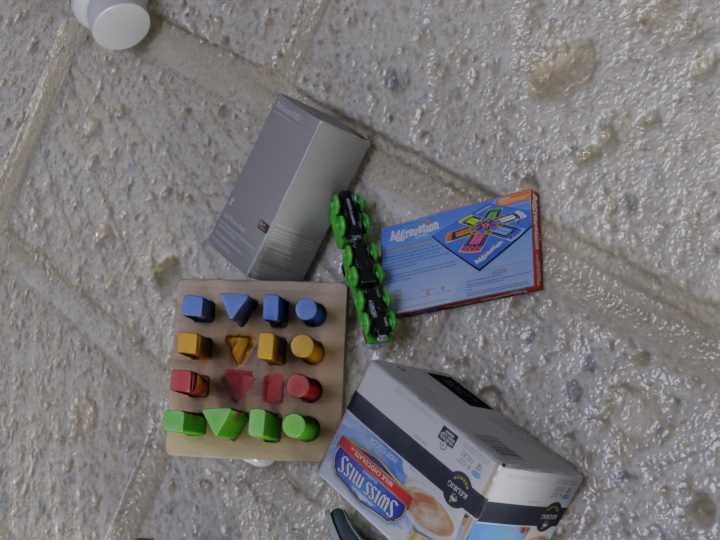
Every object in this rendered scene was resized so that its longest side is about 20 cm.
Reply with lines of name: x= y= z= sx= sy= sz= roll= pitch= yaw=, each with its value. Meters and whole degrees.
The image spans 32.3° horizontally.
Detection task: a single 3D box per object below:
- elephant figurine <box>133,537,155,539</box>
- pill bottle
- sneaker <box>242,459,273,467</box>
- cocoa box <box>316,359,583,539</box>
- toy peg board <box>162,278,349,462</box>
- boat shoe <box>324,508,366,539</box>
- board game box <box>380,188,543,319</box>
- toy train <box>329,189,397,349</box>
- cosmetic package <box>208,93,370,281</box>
elephant figurine: x=-0.242 y=0.409 z=1.448 sx=0.142 sy=0.154 sz=0.201 roll=-75 pitch=5 yaw=-50
pill bottle: x=-0.368 y=-0.413 z=1.779 sx=0.113 sy=0.112 sz=0.201 roll=-43 pitch=54 yaw=26
sneaker: x=-0.120 y=0.116 z=1.438 sx=0.131 sy=0.079 sz=0.201 roll=-45 pitch=54 yaw=26
cocoa box: x=0.082 y=0.195 z=1.193 sx=0.200 sy=0.133 sz=0.132 roll=36 pitch=104 yaw=42
toy peg board: x=-0.121 y=0.104 z=1.360 sx=0.199 sy=0.098 sz=0.201 roll=1 pitch=80 yaw=9
boat shoe: x=0.021 y=0.320 z=1.280 sx=0.061 sy=0.073 sz=0.200 roll=-24 pitch=46 yaw=-11
board game box: x=0.102 y=-0.014 z=1.308 sx=0.199 sy=0.019 sz=0.104 roll=-13 pitch=72 yaw=40
toy train: x=0.000 y=0.000 z=1.367 sx=0.057 sy=0.041 sz=0.201 roll=107 pitch=154 yaw=-53
cosmetic package: x=-0.084 y=-0.091 z=1.451 sx=0.107 sy=0.090 sz=0.201 roll=35 pitch=105 yaw=48
